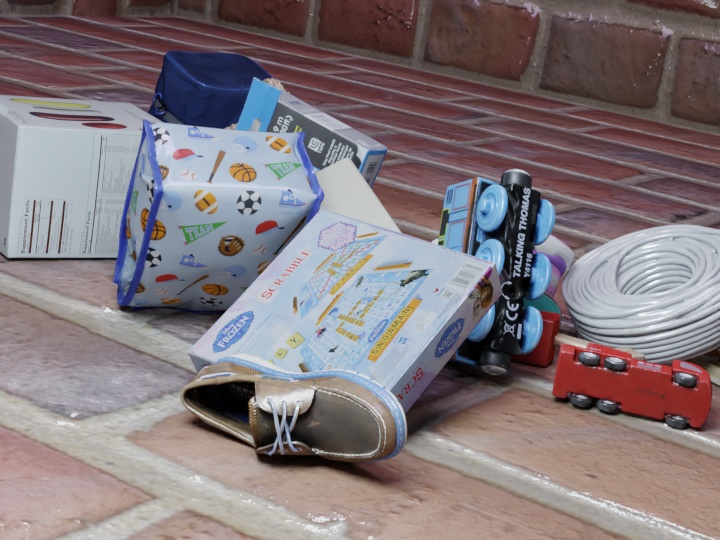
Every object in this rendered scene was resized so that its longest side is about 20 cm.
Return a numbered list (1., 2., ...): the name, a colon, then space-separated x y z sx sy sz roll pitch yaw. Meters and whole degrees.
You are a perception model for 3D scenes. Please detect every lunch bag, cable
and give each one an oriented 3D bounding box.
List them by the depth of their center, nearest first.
1. lunch bag: -0.144 -0.039 1.427 0.168 0.201 0.125 3 43 -17
2. cable: 0.313 0.022 1.545 0.199 0.070 0.199 -31 28 -20
3. lunch bag: -0.237 -0.257 2.322 0.198 0.134 0.136 -3 34 -39

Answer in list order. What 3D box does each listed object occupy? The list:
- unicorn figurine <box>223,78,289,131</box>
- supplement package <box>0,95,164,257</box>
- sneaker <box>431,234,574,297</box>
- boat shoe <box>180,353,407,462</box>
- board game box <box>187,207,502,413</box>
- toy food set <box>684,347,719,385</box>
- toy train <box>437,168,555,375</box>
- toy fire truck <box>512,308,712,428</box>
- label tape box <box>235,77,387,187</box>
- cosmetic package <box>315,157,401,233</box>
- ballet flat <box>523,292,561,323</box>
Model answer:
1. unicorn figurine: -0.152 -0.199 2.179 0.137 0.201 0.074 46 26 23
2. supplement package: -0.328 -0.109 1.677 0.198 0.149 0.191 0 17 -32
3. sneaker: 0.135 0.014 1.602 0.198 0.089 0.080 -5 -27 40
4. boat shoe: -0.056 0.116 1.149 0.198 0.073 0.072 6 16 37
5. board game box: -0.013 0.045 1.271 0.198 0.041 0.200 19 54 36
6. toy food set: 0.405 0.074 1.550 0.142 0.061 0.200 0 16 -28
7. toy train: 0.126 0.003 1.429 0.086 0.203 0.114 15 -14 -28
8. toy fire truck: 0.237 0.092 1.416 0.197 0.049 0.141 11 14 10
9. label tape box: -0.085 -0.127 1.789 0.199 0.145 0.066 29 19 17
10. cosmetic package: 0.007 -0.009 1.431 0.073 0.104 0.200 -27 40 -6
11. ballet flat: 0.108 0.042 1.513 0.197 0.069 0.067 4 -4 -18
